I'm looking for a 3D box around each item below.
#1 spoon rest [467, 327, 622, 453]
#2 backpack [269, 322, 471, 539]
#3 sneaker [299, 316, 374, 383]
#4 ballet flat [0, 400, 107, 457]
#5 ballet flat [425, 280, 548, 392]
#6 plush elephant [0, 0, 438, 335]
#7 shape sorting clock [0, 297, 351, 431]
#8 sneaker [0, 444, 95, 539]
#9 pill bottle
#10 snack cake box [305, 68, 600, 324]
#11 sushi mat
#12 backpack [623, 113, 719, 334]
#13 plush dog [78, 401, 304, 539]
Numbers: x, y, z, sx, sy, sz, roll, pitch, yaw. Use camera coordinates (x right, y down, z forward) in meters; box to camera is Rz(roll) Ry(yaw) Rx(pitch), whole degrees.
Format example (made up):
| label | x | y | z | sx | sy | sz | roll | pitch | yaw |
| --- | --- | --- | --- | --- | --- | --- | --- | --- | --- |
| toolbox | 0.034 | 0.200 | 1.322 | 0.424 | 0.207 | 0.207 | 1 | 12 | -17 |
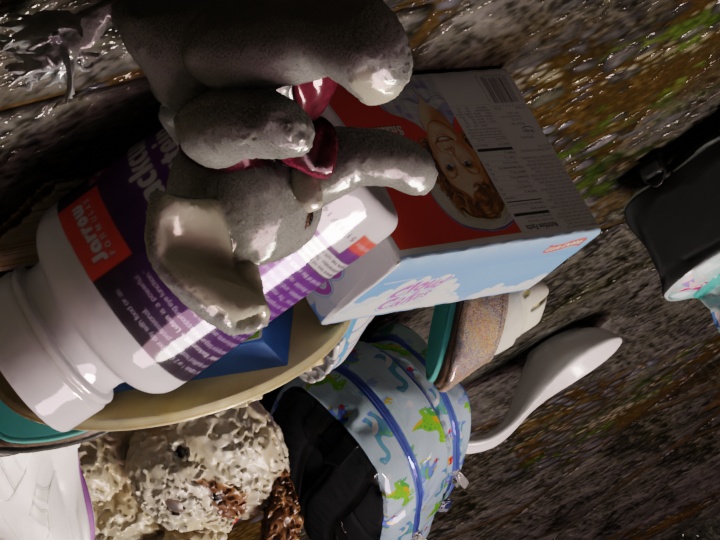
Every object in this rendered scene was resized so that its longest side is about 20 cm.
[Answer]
| label | x | y | z | sx | sy | sz | roll | pitch | yaw |
| --- | --- | --- | --- | --- | --- | --- | --- | --- | --- |
| spoon rest | 0.139 | 0.105 | 2.325 | 0.199 | 0.061 | 0.099 | -23 | 166 | -15 |
| backpack | 0.003 | 0.127 | 1.992 | 0.153 | 0.163 | 0.200 | -35 | 160 | -6 |
| sneaker | 0.000 | 0.000 | 1.665 | 0.086 | 0.075 | 0.200 | -28 | 165 | -31 |
| ballet flat | -0.216 | 0.077 | 1.534 | 0.199 | 0.068 | 0.068 | -11 | 174 | 0 |
| ballet flat | 0.078 | 0.000 | 1.601 | 0.067 | 0.201 | 0.068 | 14 | 132 | -8 |
| plush elephant | -0.038 | -0.066 | 1.159 | 0.199 | 0.165 | 0.155 | -16 | 128 | 14 |
| shape sorting clock | -0.101 | 0.036 | 1.459 | 0.199 | 0.039 | 0.200 | -13 | -156 | 6 |
| sneaker | -0.215 | 0.127 | 1.645 | 0.099 | 0.075 | 0.201 | -16 | 133 | -17 |
| pill bottle | -0.090 | -0.010 | 1.344 | 0.200 | 0.112 | 0.111 | -36 | 165 | 7 |
| snack cake box | 0.032 | -0.043 | 1.482 | 0.067 | 0.115 | 0.199 | -39 | 162 | 33 |
| sushi mat | -0.122 | -0.030 | 1.451 | 0.096 | 0.012 | 0.199 | -39 | 162 | 35 |
| backpack | 0.308 | -0.043 | 1.963 | 0.177 | 0.151 | 0.200 | -36 | 169 | 25 |
| plush dog | -0.120 | 0.132 | 1.776 | 0.171 | 0.200 | 0.161 | -26 | -157 | 37 |
